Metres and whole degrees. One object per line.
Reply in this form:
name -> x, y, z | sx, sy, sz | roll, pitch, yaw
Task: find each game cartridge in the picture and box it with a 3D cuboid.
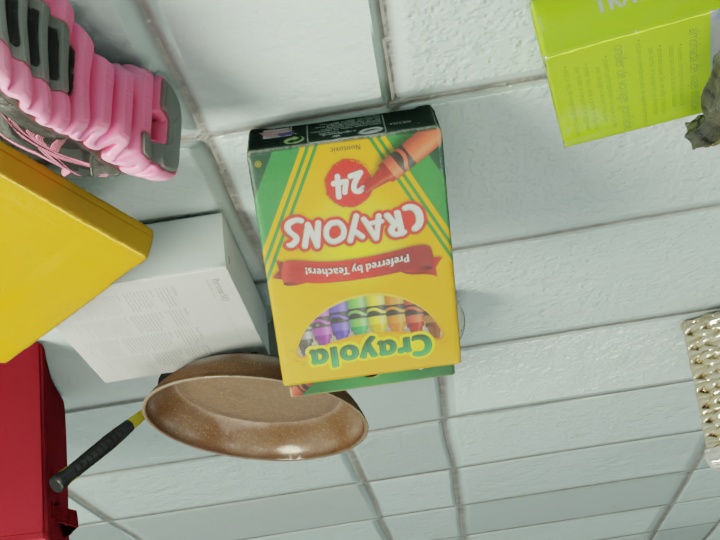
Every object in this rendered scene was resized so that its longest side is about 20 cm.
game cartridge -> -0.263, -0.019, 0.815 | 0.176, 0.033, 0.199 | 32, 135, -30

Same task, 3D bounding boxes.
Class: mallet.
mallet -> -0.199, 0.132, 1.102 | 0.066, 0.041, 0.200 | -38, -178, 38

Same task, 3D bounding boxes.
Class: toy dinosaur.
toy dinosaur -> 0.230, -0.119, 0.671 | 0.087, 0.048, 0.201 | -3, 151, 5

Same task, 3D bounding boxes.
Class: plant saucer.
plant saucer -> -0.090, 0.118, 1.073 | 0.198, 0.037, 0.201 | 4, 151, 2

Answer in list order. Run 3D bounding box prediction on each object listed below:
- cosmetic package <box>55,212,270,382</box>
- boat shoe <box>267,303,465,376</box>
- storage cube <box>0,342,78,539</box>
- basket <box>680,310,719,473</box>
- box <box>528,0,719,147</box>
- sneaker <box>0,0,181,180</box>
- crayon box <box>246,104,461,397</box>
cosmetic package -> -0.162, 0.027, 0.985 | 0.149, 0.052, 0.200 | -7, 156, 3
boat shoe -> -0.002, 0.072, 1.112 | 0.197, 0.071, 0.064 | -9, 156, -3
storage cube -> -0.362, 0.184, 1.118 | 0.197, 0.182, 0.171 | -5, 157, -8
basket -> 0.461, 0.117, 1.250 | 0.199, 0.163, 0.197 | -21, 153, 30
box -> 0.208, -0.140, 0.726 | 0.198, 0.048, 0.122 | -14, 157, 11
sneaker -> -0.183, -0.099, 0.679 | 0.094, 0.080, 0.200 | -5, 158, 23
crayon box -> 0.000, 0.000, 0.821 | 0.125, 0.051, 0.202 | -8, 114, 0
